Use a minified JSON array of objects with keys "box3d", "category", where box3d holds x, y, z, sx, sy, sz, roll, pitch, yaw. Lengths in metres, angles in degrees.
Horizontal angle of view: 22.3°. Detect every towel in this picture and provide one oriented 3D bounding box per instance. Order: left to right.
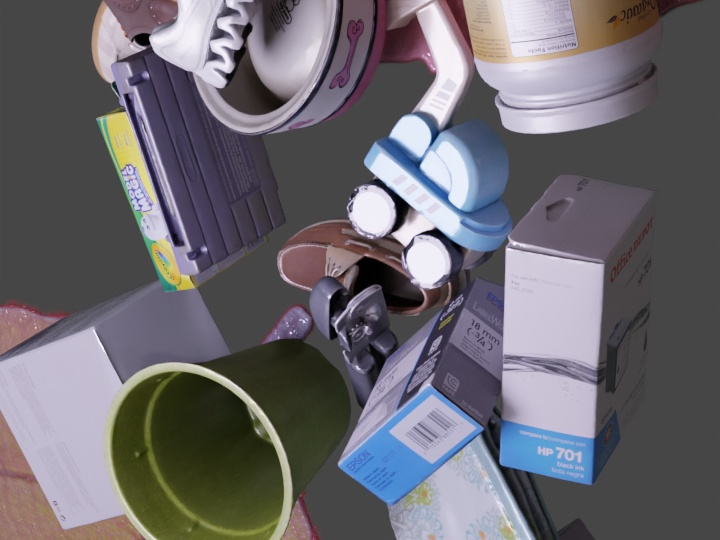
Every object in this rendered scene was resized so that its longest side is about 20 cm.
[{"box3d":[0.101,0.241,1.646,0.171,0.048,0.200,-49,51,39],"category":"towel"}]

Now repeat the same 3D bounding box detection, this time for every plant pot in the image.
[{"box3d":[-0.103,0.150,1.700,0.199,0.190,0.201,10,111,27],"category":"plant pot"}]

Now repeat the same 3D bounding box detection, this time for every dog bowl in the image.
[{"box3d":[-0.057,-0.209,1.519,0.200,0.074,0.201,-4,84,49],"category":"dog bowl"}]

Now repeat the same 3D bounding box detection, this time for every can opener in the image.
[{"box3d":[-0.001,0.062,1.620,0.067,0.053,0.200,42,165,24],"category":"can opener"}]

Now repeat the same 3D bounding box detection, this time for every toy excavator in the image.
[{"box3d":[0.067,-0.116,1.514,0.194,0.100,0.200,42,118,14],"category":"toy excavator"}]

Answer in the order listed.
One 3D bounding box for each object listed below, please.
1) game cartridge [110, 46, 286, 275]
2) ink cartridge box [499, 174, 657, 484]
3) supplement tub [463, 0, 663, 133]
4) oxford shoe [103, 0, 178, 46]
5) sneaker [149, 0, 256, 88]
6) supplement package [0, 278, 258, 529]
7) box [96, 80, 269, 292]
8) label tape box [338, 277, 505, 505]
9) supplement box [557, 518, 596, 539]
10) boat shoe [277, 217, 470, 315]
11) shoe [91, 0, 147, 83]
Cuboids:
[{"box3d":[-0.143,-0.112,1.643,0.038,0.130,0.201,-4,110,39],"category":"game cartridge"},{"box3d":[0.173,0.045,1.458,0.086,0.146,0.201,12,121,22],"category":"ink cartridge box"},{"box3d":[0.145,-0.215,1.349,0.144,0.144,0.201,2,115,38],"category":"supplement tub"},{"box3d":[-0.199,-0.233,1.563,0.200,0.071,0.073,26,110,40],"category":"oxford shoe"},{"box3d":[-0.109,-0.248,1.450,0.081,0.075,0.201,20,107,-1],"category":"sneaker"},{"box3d":[-0.237,0.131,1.835,0.200,0.147,0.192,-19,101,43],"category":"supplement package"},{"box3d":[-0.167,-0.094,1.681,0.048,0.117,0.201,-7,108,39],"category":"box"},{"box3d":[0.071,0.080,1.521,0.063,0.200,0.144,37,134,-9],"category":"label tape box"},{"box3d":[0.161,0.323,1.682,0.109,0.061,0.200,52,133,6],"category":"supplement box"},{"box3d":[0.000,0.000,1.629,0.199,0.072,0.076,3,115,37],"category":"boat shoe"},{"box3d":[-0.191,-0.239,1.649,0.053,0.070,0.200,54,136,31],"category":"shoe"}]
